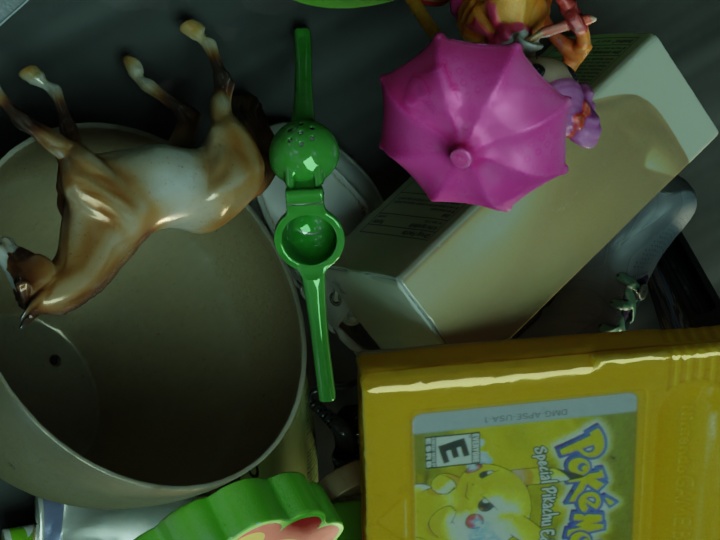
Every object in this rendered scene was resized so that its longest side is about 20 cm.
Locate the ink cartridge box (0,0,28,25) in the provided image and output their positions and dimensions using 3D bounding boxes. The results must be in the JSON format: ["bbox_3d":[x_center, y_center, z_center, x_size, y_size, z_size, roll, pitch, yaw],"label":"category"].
[{"bbox_3d":[-0.235,-0.189,1.037,0.200,0.047,0.198,-40,125,7],"label":"ink cartridge box"}]

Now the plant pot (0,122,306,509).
[{"bbox_3d":[-0.146,0.042,1.139,0.200,0.201,0.134,20,144,-29],"label":"plant pot"}]

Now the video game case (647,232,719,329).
[{"bbox_3d":[0.211,0.075,1.280,0.025,0.181,0.200,-21,125,2],"label":"video game case"}]

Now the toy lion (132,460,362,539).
[{"bbox_3d":[-0.073,0.176,1.182,0.191,0.069,0.200,-3,143,-44],"label":"toy lion"}]

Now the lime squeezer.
[{"bbox_3d":[-0.030,-0.033,1.127,0.038,0.071,0.201,-3,83,-13],"label":"lime squeezer"}]

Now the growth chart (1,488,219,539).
[{"bbox_3d":[-0.152,0.193,1.275,0.144,0.018,0.201,9,96,-23],"label":"growth chart"}]

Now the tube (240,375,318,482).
[{"bbox_3d":[-0.048,0.095,1.266,0.052,0.058,0.201,-32,137,-39],"label":"tube"}]

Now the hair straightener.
[{"bbox_3d":[-0.004,0.125,1.300,0.041,0.077,0.200,-2,138,12],"label":"hair straightener"}]

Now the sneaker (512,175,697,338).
[{"bbox_3d":[0.127,0.039,1.212,0.200,0.088,0.074,-45,151,8],"label":"sneaker"}]

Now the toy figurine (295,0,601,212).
[{"bbox_3d":[0.060,-0.113,1.088,0.199,0.184,0.150,3,144,-35],"label":"toy figurine"}]

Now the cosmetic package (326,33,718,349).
[{"bbox_3d":[0.084,-0.038,1.170,0.200,0.105,0.071,-43,111,-15],"label":"cosmetic package"}]

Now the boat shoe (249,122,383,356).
[{"bbox_3d":[0.000,0.000,1.223,0.071,0.069,0.200,-37,125,2],"label":"boat shoe"}]

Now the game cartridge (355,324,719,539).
[{"bbox_3d":[0.099,0.113,1.122,0.199,0.032,0.177,-4,122,-3],"label":"game cartridge"}]

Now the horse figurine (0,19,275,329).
[{"bbox_3d":[-0.109,-0.056,1.098,0.200,0.133,0.050,-14,159,-40],"label":"horse figurine"}]
